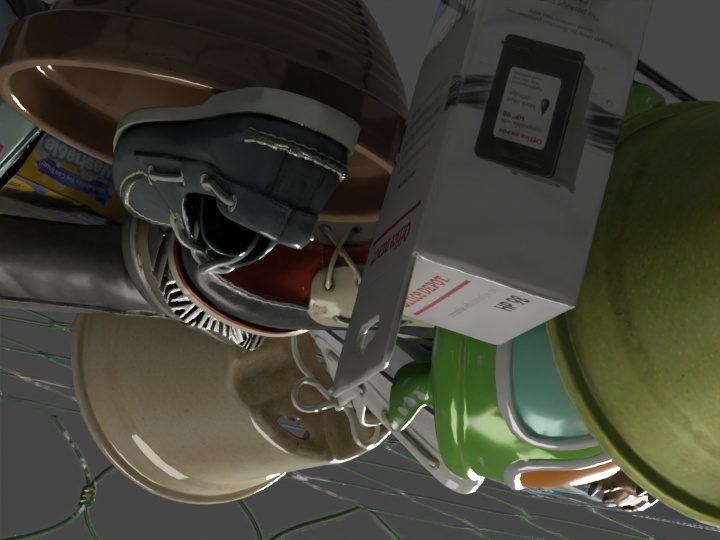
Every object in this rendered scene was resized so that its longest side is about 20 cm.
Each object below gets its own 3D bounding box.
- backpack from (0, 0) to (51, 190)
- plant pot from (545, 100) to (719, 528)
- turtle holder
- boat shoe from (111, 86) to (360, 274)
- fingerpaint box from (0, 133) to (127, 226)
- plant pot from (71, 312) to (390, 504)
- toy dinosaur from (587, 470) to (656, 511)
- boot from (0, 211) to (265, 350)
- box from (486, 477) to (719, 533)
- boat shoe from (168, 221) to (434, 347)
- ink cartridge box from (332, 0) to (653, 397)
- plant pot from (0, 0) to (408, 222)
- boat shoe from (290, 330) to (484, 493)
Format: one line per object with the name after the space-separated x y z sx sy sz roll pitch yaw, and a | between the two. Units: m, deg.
-0.259 -0.075 1.141 0.175 0.201 0.153 5 148 47 | backpack
0.206 -0.007 0.941 0.199 0.201 0.184 20 156 -18 | plant pot
0.099 0.013 1.075 0.131 0.186 0.141 7 157 18 | turtle holder
-0.065 -0.032 0.972 0.073 0.062 0.200 21 167 -23 | boat shoe
-0.192 -0.066 1.398 0.199 0.074 0.166 25 166 -38 | fingerpaint box
-0.063 0.056 1.465 0.200 0.202 0.183 21 169 -26 | plant pot
0.200 0.099 1.325 0.135 0.086 0.199 12 171 -37 | toy dinosaur
-0.164 -0.012 1.303 0.199 0.073 0.182 16 160 23 | boot
0.164 0.097 1.584 0.196 0.118 0.200 8 167 31 | box
0.000 0.000 1.150 0.199 0.072 0.062 12 161 -29 | boat shoe
0.054 -0.042 0.885 0.066 0.201 0.116 17 169 -8 | ink cartridge box
-0.060 -0.098 1.037 0.200 0.093 0.201 14 168 3 | plant pot
0.006 0.058 1.247 0.074 0.086 0.202 -4 -148 -45 | boat shoe
